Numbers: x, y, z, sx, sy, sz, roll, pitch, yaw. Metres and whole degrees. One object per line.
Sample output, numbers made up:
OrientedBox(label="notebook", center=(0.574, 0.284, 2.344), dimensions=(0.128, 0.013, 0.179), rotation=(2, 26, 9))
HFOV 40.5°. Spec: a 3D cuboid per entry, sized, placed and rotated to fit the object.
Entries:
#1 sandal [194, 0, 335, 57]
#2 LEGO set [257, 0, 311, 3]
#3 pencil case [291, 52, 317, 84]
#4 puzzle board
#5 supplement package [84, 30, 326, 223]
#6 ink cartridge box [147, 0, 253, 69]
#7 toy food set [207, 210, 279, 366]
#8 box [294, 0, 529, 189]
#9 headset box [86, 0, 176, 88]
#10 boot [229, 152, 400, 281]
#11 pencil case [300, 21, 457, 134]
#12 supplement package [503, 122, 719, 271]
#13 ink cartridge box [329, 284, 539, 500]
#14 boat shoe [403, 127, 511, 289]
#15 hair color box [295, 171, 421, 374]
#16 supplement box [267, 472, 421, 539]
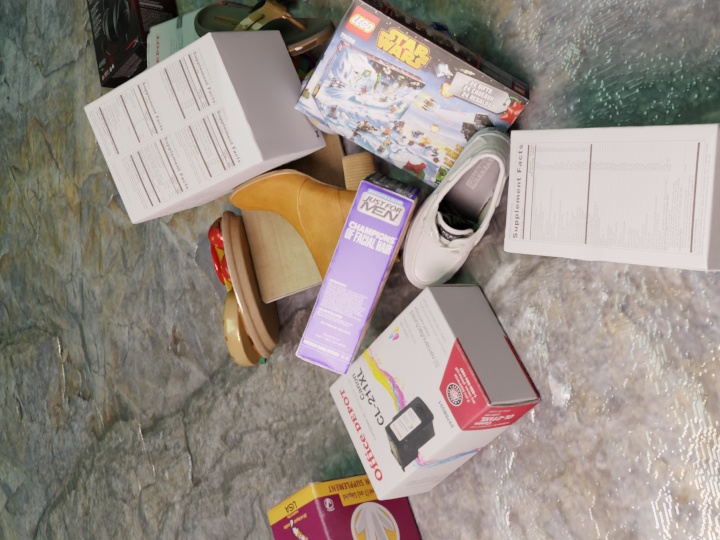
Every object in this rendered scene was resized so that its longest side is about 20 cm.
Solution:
OrientedBox(label="sandal", center=(-0.125, -0.309, 1.201), dimensions=(0.199, 0.082, 0.055), rotation=(21, 143, 29))
OrientedBox(label="LEGO set", center=(-0.087, -0.402, 1.223), dimensions=(0.200, 0.115, 0.154), rotation=(-11, 62, 61))
OrientedBox(label="pencil case", center=(-0.123, -0.194, 1.264), dimensions=(0.200, 0.088, 0.089), rotation=(-55, 51, 35))
OrientedBox(label="puzzle board", center=(-0.075, -0.077, 1.206), dimensions=(0.150, 0.017, 0.201), rotation=(-19, 76, 17))
OrientedBox(label="supplement package", center=(-0.179, -0.169, 1.140), dimensions=(0.199, 0.152, 0.151), rotation=(-21, 93, 29))
OrientedBox(label="ink cartridge box", center=(-0.216, -0.281, 1.368), dimensions=(0.200, 0.085, 0.146), rotation=(1, 90, 48))
OrientedBox(label="toy food set", center=(-0.148, 0.022, 1.240), dimensions=(0.048, 0.198, 0.201), rotation=(-16, 88, 3))
OrientedBox(label="box", center=(0.051, -0.176, 0.989), dimensions=(0.137, 0.199, 0.040), rotation=(-55, 12, 33))
OrientedBox(label="headset box", center=(-0.363, -0.409, 1.544), dimensions=(0.149, 0.077, 0.201), rotation=(-26, 72, 46))
OrientedBox(label="boot", center=(-0.057, -0.048, 1.150), dimensions=(0.200, 0.071, 0.145), rotation=(-12, 82, 19))
OrientedBox(label="pencil case", center=(0.020, -0.211, 1.089), dimensions=(0.200, 0.090, 0.084), rotation=(-10, 82, 50))
OrientedBox(label="supplement package", center=(0.234, -0.063, 0.826), dimensions=(0.200, 0.109, 0.114), rotation=(8, 96, 49))
OrientedBox(label="ink cartridge box", center=(0.071, 0.132, 1.034), dimensions=(0.200, 0.083, 0.146), rotation=(-49, 56, 37))
OrientedBox(label="boat shoe", center=(0.097, -0.051, 0.997), dimensions=(0.072, 0.066, 0.200), rotation=(32, 123, -3))
OrientedBox(label="hair color box", center=(0.000, 0.000, 1.051), dimensions=(0.065, 0.109, 0.201), rotation=(20, 103, 4))
OrientedBox(label="supplement box", center=(-0.003, 0.337, 1.084), dimensions=(0.103, 0.131, 0.201), rotation=(-40, 62, 41))
